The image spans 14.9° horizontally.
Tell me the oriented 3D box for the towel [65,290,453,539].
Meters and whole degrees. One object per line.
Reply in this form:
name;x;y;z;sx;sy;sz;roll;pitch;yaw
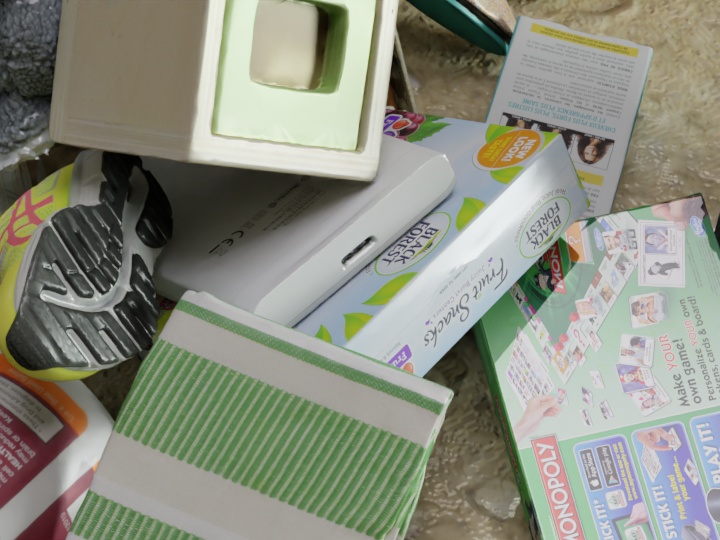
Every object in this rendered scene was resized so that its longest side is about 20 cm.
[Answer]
towel;-0.057;0.123;1.265;0.152;0.023;0.200;21;87;15

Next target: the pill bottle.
pill bottle;-0.209;0.134;1.296;0.114;0.114;0.200;32;53;21

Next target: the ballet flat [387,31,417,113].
ballet flat;0.003;-0.085;1.539;0.067;0.062;0.200;-6;50;-10

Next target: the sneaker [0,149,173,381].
sneaker;-0.149;0.007;1.323;0.090;0.078;0.200;-27;16;16

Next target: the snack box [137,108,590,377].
snack box;0.000;0.000;1.387;0.142;0.053;0.200;13;48;45

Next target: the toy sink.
toy sink;-0.056;-0.150;1.325;0.112;0.201;0.130;9;3;44

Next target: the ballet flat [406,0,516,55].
ballet flat;0.024;-0.196;1.579;0.200;0.068;0.067;29;84;-24

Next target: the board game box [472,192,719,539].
board game box;0.137;0.066;1.399;0.134;0.029;0.200;-12;66;-6

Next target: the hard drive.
hard drive;-0.060;-0.034;1.406;0.132;0.027;0.200;-40;34;-21

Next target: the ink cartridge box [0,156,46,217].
ink cartridge box;-0.223;-0.073;1.417;0.050;0.200;0.163;-20;73;11

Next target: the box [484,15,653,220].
box;0.103;-0.051;1.526;0.082;0.049;0.200;14;49;6

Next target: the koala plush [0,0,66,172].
koala plush;-0.156;-0.156;1.409;0.183;0.178;0.200;8;40;10

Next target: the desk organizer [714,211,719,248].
desk organizer;0.239;-0.031;1.422;0.077;0.200;0.072;-17;52;-21
